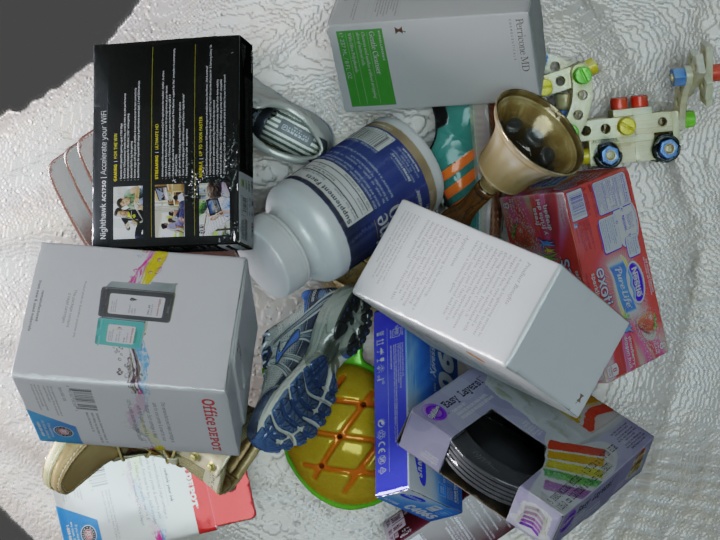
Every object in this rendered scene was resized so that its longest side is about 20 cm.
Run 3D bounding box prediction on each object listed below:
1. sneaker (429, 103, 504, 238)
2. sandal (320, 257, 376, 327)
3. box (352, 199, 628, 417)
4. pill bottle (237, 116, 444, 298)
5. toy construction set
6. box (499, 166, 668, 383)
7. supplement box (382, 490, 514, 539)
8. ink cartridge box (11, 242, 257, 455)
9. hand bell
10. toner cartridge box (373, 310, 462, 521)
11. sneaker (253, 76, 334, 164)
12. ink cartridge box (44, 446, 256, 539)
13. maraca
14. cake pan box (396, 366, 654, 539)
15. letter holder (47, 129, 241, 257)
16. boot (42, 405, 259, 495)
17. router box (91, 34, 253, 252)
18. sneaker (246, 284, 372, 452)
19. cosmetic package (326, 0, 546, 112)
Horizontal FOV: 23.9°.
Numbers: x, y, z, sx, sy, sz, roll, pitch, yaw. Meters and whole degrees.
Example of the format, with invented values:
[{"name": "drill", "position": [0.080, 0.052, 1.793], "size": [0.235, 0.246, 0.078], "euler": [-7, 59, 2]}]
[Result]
[{"name": "sneaker", "position": [0.103, -0.095, 1.750], "size": [0.080, 0.071, 0.201], "euler": [1, 103, 18]}, {"name": "sandal", "position": [-0.003, 0.005, 1.750], "size": [0.211, 0.070, 0.078], "euler": [35, 94, -5]}, {"name": "box", "position": [0.123, 0.035, 1.604], "size": [0.200, 0.152, 0.107], "euler": [25, 83, 39]}, {"name": "pill bottle", "position": [-0.023, -0.059, 1.685], "size": [0.200, 0.111, 0.111], "euler": [-35, 97, -26]}, {"name": "toy construction set", "position": [0.270, -0.172, 1.737], "size": [0.199, 0.092, 0.132], "euler": [-5, 96, 9]}, {"name": "box", "position": [0.227, 0.004, 1.724], "size": [0.102, 0.095, 0.201], "euler": [-22, 103, -36]}, {"name": "supplement box", "position": [0.122, 0.241, 1.761], "size": [0.200, 0.109, 0.061], "euler": [-35, 97, 1]}, {"name": "ink cartridge box", "position": [-0.207, 0.076, 1.616], "size": [0.199, 0.147, 0.146], "euler": [5, 60, 4]}, {"name": "hand bell", "position": [0.120, -0.075, 1.678], "size": [0.104, 0.104, 0.200], "euler": [37, 130, -5]}, {"name": "toner cartridge box", "position": [0.057, 0.141, 1.708], "size": [0.043, 0.095, 0.200], "euler": [-19, 58, 33]}, {"name": "sneaker", "position": [-0.118, -0.166, 1.726], "size": [0.200, 0.071, 0.073], "euler": [21, 95, -4]}, {"name": "ink cartridge box", "position": [-0.215, 0.220, 1.766], "size": [0.199, 0.067, 0.117], "euler": [-12, 95, -1]}, {"name": "maraca", "position": [-0.022, 0.147, 1.749], "size": [0.137, 0.107, 0.200], "euler": [-24, 85, 3]}, {"name": "cake pan box", "position": [0.160, 0.166, 1.647], "size": [0.184, 0.200, 0.052], "euler": [33, 125, 24]}, {"name": "letter holder", "position": [-0.222, -0.052, 1.722], "size": [0.142, 0.101, 0.200], "euler": [-32, 96, 3]}, {"name": "boot", "position": [-0.199, 0.177, 1.684], "size": [0.155, 0.073, 0.200], "euler": [38, 68, 21]}, {"name": "router box", "position": [-0.178, -0.119, 1.618], "size": [0.149, 0.051, 0.201], "euler": [-1, 83, 12]}, {"name": "sneaker", "position": [-0.065, 0.096, 1.693], "size": [0.200, 0.085, 0.077], "euler": [-57, 139, -31]}, {"name": "cosmetic package", "position": [0.078, -0.226, 1.680], "size": [0.199, 0.085, 0.108], "euler": [-2, 128, 16]}]
